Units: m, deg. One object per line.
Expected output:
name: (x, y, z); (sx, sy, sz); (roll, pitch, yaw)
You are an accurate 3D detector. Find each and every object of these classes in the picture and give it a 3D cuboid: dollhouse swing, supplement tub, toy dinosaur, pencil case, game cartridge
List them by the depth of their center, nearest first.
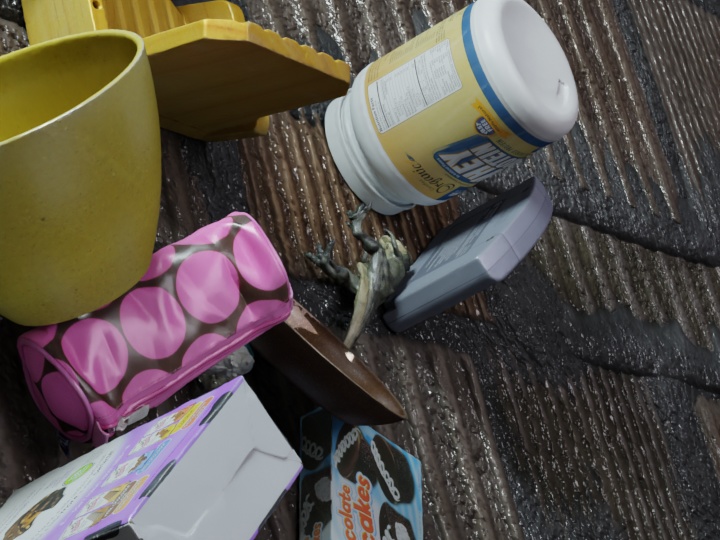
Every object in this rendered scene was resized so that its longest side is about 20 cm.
pencil case: (-0.132, 0.040, 1.321); (0.094, 0.091, 0.200); (38, 55, 26)
dollhouse swing: (-0.129, -0.200, 1.509); (0.200, 0.176, 0.182); (16, 53, -51)
toy dinosaur: (0.000, 0.000, 1.683); (0.088, 0.047, 0.200); (60, 32, -18)
supplement tub: (0.082, -0.147, 1.773); (0.145, 0.200, 0.145); (37, 38, -36)
game cartridge: (0.105, -0.019, 1.773); (0.041, 0.133, 0.200); (53, 31, -8)

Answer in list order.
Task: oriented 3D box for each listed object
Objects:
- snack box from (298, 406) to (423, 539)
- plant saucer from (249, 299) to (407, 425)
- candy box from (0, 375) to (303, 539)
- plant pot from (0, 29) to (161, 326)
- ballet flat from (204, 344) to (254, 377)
snack box: (0.002, 0.213, 1.513); (0.116, 0.037, 0.200); (37, 38, -37)
plant saucer: (-0.048, 0.057, 1.493); (0.200, 0.037, 0.200); (42, 2, -2)
candy box: (-0.154, 0.162, 1.139); (0.072, 0.200, 0.168); (57, 30, -11)
plant pot: (-0.209, -0.049, 1.266); (0.200, 0.200, 0.142); (-60, 135, -57)
ballet flat: (-0.162, 0.022, 1.399); (0.200, 0.072, 0.072); (47, 33, -22)
